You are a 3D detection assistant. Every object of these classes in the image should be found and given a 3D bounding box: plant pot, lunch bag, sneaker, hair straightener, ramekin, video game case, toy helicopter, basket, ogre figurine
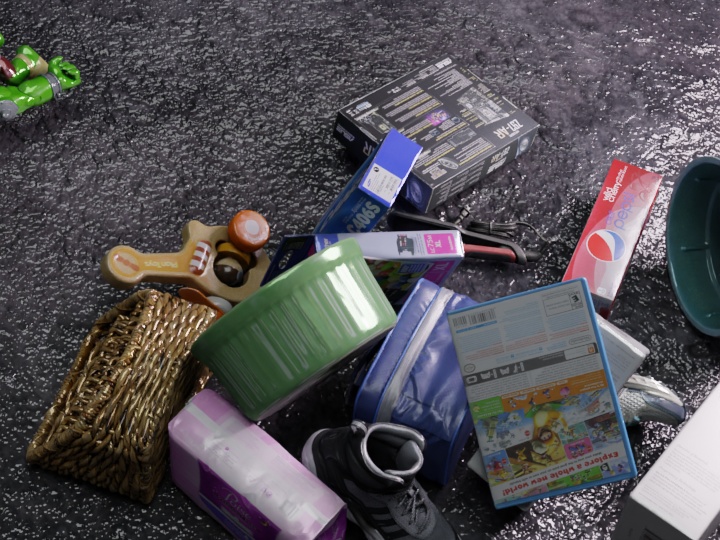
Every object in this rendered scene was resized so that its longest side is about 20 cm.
[{"bbox_3d":[0.477,-0.034,1.759,0.196,0.200,0.200,-5,55,-18],"label":"plant pot"},{"bbox_3d":[0.063,0.119,1.636,0.132,0.136,0.200,23,57,12],"label":"lunch bag"},{"bbox_3d":[0.248,0.156,1.676,0.200,0.078,0.086,7,66,9],"label":"sneaker"},{"bbox_3d":[0.129,-0.049,1.817,0.200,0.041,0.077,4,54,5],"label":"hair straightener"},{"bbox_3d":[-0.060,0.063,1.550,0.200,0.200,0.098,-32,84,-24],"label":"ramekin"},{"bbox_3d":[0.177,0.120,1.530,0.143,0.018,0.200,-15,84,11],"label":"video game case"},{"bbox_3d":[-0.187,0.007,1.706,0.200,0.079,0.132,1,67,-31],"label":"toy helicopter"},{"bbox_3d":[-0.249,0.112,1.608,0.149,0.143,0.200,19,55,7],"label":"basket"},{"bbox_3d":[0.041,0.221,1.539,0.200,0.114,0.076,41,54,-11],"label":"sneaker"},{"bbox_3d":[-0.451,-0.233,1.869,0.200,0.098,0.120,33,46,5],"label":"ogre figurine"}]

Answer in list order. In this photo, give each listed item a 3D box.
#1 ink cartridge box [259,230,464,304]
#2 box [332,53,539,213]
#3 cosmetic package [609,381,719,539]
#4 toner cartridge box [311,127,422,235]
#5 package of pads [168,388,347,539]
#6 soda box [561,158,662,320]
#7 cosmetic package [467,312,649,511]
[{"bbox_3d":[0.000,0.000,1.703,0.200,0.119,0.042,0,63,-20],"label":"ink cartridge box"},{"bbox_3d":[0.092,-0.170,1.880,0.160,0.044,0.200,41,51,21],"label":"box"},{"bbox_3d":[0.353,0.213,1.612,0.085,0.108,0.200,33,57,19],"label":"cosmetic package"},{"bbox_3d":[-0.005,-0.067,1.722,0.043,0.200,0.095,34,55,-5],"label":"toner cartridge box"},{"bbox_3d":[-0.105,0.219,1.558,0.200,0.121,0.076,37,62,21],"label":"package of pads"},{"bbox_3d":[0.286,-0.031,1.803,0.063,0.070,0.200,20,55,11],"label":"soda box"},{"bbox_3d":[0.202,0.140,1.588,0.081,0.113,0.200,36,98,11],"label":"cosmetic package"}]
